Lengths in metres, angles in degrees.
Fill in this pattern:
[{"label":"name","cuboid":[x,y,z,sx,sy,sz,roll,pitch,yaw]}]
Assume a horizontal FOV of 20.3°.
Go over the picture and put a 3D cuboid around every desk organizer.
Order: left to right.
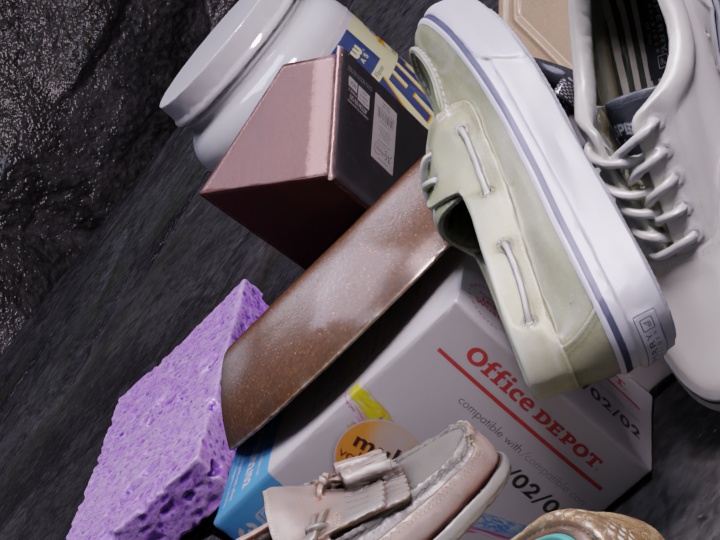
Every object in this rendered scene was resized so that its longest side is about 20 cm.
[{"label":"desk organizer","cuboid":[-0.002,-0.040,1.066,0.077,0.200,0.072,-6,68,25]}]

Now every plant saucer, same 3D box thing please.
[{"label":"plant saucer","cuboid":[0.000,0.000,0.920,0.200,0.037,0.200,-45,1,1]}]

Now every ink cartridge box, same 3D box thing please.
[{"label":"ink cartridge box","cuboid":[0.045,0.069,0.867,0.200,0.115,0.068,-44,14,24]}]

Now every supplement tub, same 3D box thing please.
[{"label":"supplement tub","cuboid":[-0.022,-0.093,1.362,0.145,0.200,0.145,-47,14,15]}]

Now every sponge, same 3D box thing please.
[{"label":"sponge","cuboid":[-0.100,0.089,1.064,0.112,0.030,0.200,-42,16,20]}]

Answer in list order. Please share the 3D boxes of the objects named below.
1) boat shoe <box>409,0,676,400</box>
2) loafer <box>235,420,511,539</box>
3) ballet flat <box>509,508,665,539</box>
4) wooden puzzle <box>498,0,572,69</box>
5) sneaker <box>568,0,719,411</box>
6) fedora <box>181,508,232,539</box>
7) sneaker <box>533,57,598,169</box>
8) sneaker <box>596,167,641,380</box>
[{"label":"boat shoe","cuboid":[0.056,-0.035,0.794,0.062,0.072,0.200,-24,49,-3]},{"label":"loafer","cuboid":[-0.034,0.118,0.783,0.200,0.063,0.072,-38,8,-2]},{"label":"ballet flat","cuboid":[0.047,0.144,0.788,0.065,0.071,0.200,-3,-18,-43]},{"label":"wooden puzzle","cuboid":[0.151,-0.158,1.111,0.185,0.037,0.201,-13,64,43]},{"label":"sneaker","cuboid":[0.118,-0.041,0.796,0.073,0.201,0.071,-24,-18,39]},{"label":"fedora","cuboid":[-0.022,0.099,1.065,0.201,0.092,0.201,-43,16,15]},{"label":"sneaker","cuboid":[0.086,-0.061,1.037,0.078,0.140,0.200,-56,13,-22]},{"label":"sneaker","cuboid":[0.115,0.004,0.922,0.200,0.081,0.088,-36,16,21]}]
